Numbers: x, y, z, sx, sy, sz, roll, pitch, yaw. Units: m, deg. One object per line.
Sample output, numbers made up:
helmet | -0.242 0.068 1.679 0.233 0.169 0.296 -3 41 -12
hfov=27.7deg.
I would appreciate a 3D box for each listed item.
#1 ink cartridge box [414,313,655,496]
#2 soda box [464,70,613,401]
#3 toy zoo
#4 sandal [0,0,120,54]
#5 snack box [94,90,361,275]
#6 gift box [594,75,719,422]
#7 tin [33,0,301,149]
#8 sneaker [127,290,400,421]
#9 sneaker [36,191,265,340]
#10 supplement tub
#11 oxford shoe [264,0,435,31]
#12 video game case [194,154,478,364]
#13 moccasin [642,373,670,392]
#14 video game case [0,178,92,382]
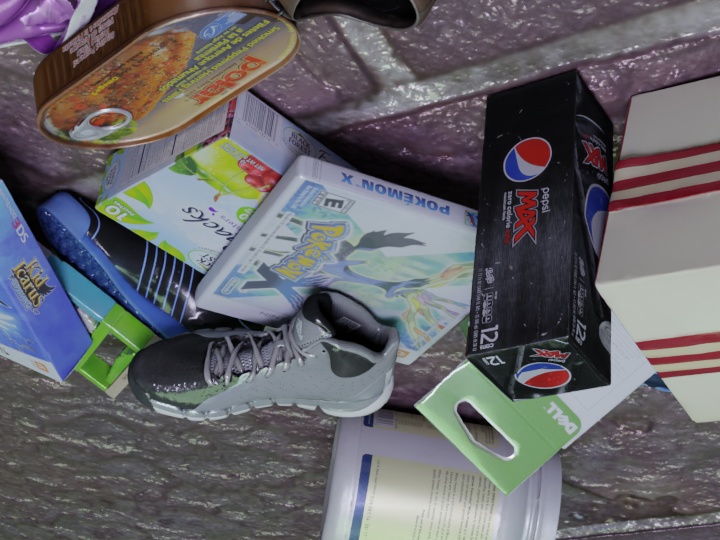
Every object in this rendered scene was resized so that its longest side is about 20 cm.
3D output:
ink cartridge box | 0.141 0.053 1.038 0.200 0.059 0.104 -42 108 9
soda box | 0.115 -0.023 0.910 0.071 0.201 0.063 -13 143 29
toy zoo | -0.254 0.019 1.151 0.200 0.020 0.131 38 152 -6
sandal | -0.199 -0.163 0.904 0.202 0.050 0.082 -13 141 28
snack box | -0.068 -0.040 1.055 0.142 0.053 0.200 -22 138 39
gift box | 0.279 -0.018 0.910 0.186 0.185 0.200 -11 142 36
tin | -0.124 -0.130 0.915 0.200 0.042 0.112 -25 155 39
sneaker | -0.065 0.052 1.054 0.199 0.075 0.116 0 147 -13
sneaker | -0.159 0.002 1.132 0.200 0.078 0.070 47 154 -15
supplement tub | 0.070 0.205 1.308 0.199 0.145 0.145 9 146 -2
oxford shoe | -0.047 -0.187 0.808 0.199 0.085 0.073 16 147 -9
video game case | 0.000 0.000 1.037 0.182 0.022 0.200 16 147 -20
moccasin | 0.220 0.068 1.134 0.199 0.081 0.068 22 148 -19
video game case | -0.309 -0.015 1.086 0.181 0.046 0.200 19 149 25
